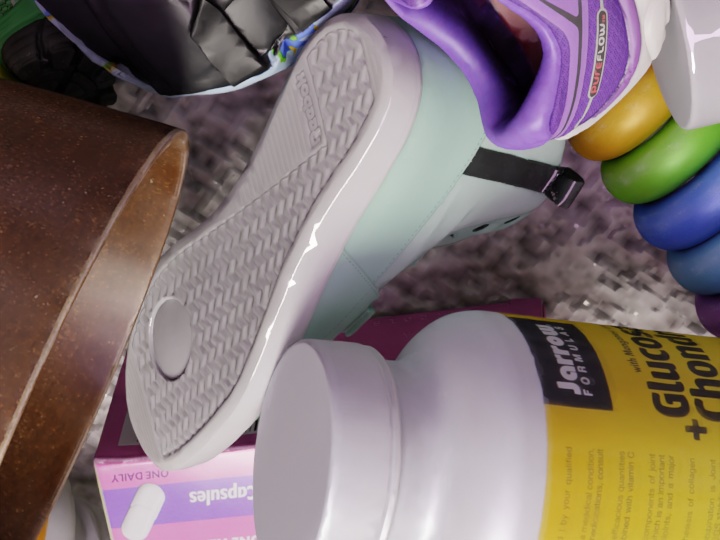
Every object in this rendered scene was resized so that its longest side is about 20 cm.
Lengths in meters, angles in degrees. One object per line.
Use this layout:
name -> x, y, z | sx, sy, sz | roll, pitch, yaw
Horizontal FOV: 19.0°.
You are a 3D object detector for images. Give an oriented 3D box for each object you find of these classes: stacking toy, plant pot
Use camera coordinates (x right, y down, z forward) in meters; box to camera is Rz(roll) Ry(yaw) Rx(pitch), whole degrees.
stacking toy -> 0.112, -0.053, 0.794 | 0.085, 0.085, 0.200 | -41, 104, 21
plant pot -> -0.183, 0.002, 0.689 | 0.199, 0.187, 0.188 | 23, 116, 1

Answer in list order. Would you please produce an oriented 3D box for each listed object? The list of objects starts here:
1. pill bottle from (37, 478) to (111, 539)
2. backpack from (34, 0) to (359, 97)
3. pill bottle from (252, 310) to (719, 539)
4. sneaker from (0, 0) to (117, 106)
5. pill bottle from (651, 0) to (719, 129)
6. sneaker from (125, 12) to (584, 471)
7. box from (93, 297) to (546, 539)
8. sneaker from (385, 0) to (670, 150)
pill bottle -> -0.183, 0.101, 0.841 | 0.111, 0.111, 0.200 | -40, 133, 20
backpack -> -0.071, -0.158, 0.726 | 0.163, 0.154, 0.200 | -34, 90, 15
pill bottle -> 0.070, 0.073, 0.731 | 0.199, 0.112, 0.112 | 7, 118, -20
sneaker -> -0.165, -0.049, 0.822 | 0.078, 0.085, 0.200 | 5, 141, -46
pill bottle -> 0.197, -0.106, 0.727 | 0.199, 0.104, 0.105 | -14, 116, -1
sneaker -> 0.000, 0.000, 0.772 | 0.118, 0.074, 0.201 | 4, 133, -42
box -> 0.000, 0.128, 0.878 | 0.175, 0.097, 0.201 | -6, 117, 6
sneaker -> 0.027, -0.126, 0.663 | 0.080, 0.083, 0.200 | -7, 121, 52
